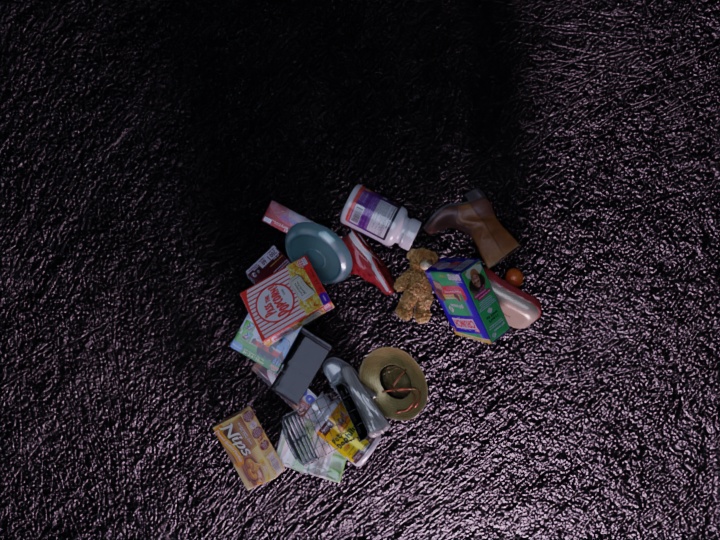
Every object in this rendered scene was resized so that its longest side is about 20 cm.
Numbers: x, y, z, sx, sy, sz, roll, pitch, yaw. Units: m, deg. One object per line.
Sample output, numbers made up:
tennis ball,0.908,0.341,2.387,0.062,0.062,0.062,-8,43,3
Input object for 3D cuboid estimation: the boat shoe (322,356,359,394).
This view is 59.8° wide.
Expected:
boat shoe,-0.028,0.321,1.698,0.074,0.065,0.203,-39,89,6

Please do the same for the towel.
towel,-0.132,0.493,1.735,0.198,0.031,0.151,16,95,5

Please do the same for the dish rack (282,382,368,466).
dish rack,-0.096,0.396,1.589,0.198,0.055,0.155,-25,80,-10

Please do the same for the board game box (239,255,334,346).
board game box,-0.187,0.077,1.594,0.199,0.046,0.152,-31,65,-3

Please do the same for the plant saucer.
plant saucer,-0.116,-0.037,1.646,0.198,0.028,0.202,17,136,18

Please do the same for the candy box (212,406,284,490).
candy box,-0.308,0.489,1.724,0.115,0.055,0.202,-30,89,27

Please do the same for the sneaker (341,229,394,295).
sneaker,0.000,0.000,1.687,0.115,0.078,0.201,-35,82,18

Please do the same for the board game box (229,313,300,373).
board game box,-0.243,0.156,1.714,0.150,0.037,0.202,29,86,4

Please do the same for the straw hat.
straw hat,0.100,0.292,1.669,0.199,0.085,0.204,3,98,24

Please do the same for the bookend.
bookend,-0.158,0.254,1.626,0.091,0.199,0.201,31,86,2

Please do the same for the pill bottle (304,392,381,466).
pill bottle,-0.050,0.419,1.672,0.199,0.109,0.110,38,96,4

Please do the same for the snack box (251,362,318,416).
snack box,-0.207,0.312,1.736,0.200,0.024,0.072,43,93,3

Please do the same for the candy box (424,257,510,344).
candy box,0.267,0.072,1.578,0.077,0.169,0.202,-33,105,-19

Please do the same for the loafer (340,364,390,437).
loafer,0.010,0.335,1.638,0.069,0.070,0.202,-24,79,-16

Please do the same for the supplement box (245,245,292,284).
supplement box,-0.200,0.043,1.679,0.200,0.061,0.109,43,74,8

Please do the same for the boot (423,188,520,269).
boot,0.285,-0.087,1.625,0.187,0.069,0.201,-28,71,-6

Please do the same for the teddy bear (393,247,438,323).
teddy bear,0.157,0.043,1.661,0.144,0.067,0.202,28,92,-3

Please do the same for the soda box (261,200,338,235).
soda box,-0.161,-0.114,1.688,0.198,0.070,0.064,28,92,4

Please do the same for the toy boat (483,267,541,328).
toy boat,0.382,0.051,1.630,0.198,0.131,0.132,29,65,3

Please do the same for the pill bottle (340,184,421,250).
pill bottle,0.056,-0.133,1.645,0.198,0.111,0.112,27,95,3
